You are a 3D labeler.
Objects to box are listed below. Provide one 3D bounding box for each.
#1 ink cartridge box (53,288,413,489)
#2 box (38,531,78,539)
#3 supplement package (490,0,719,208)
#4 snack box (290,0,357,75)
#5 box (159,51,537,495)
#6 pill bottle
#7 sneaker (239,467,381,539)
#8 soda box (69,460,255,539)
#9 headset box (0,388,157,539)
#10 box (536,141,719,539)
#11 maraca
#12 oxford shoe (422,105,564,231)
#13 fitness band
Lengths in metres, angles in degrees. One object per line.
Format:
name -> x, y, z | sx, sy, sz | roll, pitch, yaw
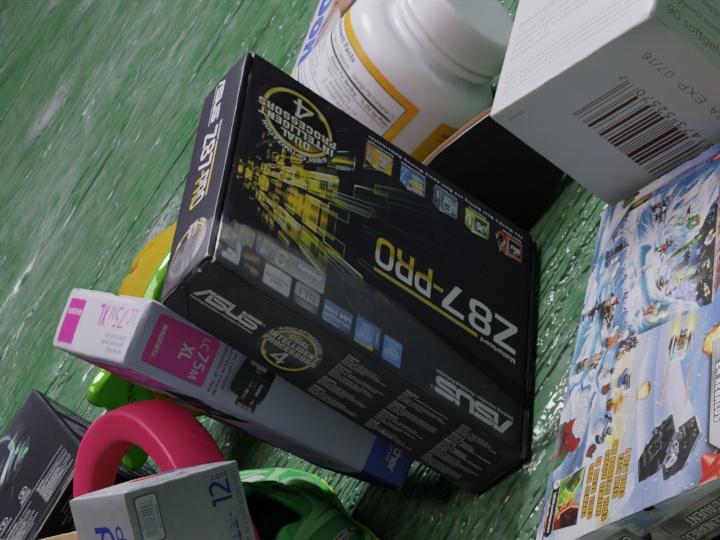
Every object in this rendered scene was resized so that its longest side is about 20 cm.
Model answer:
ink cartridge box -> -0.051, 0.067, 1.072 | 0.119, 0.199, 0.042 | 6, 73, 65
box -> -0.154, 0.220, 1.085 | 0.199, 0.021, 0.165 | -20, 65, 55
supplement package -> 0.159, -0.142, 1.023 | 0.117, 0.116, 0.201 | -31, 34, 46
snack box -> -0.030, -0.138, 1.524 | 0.072, 0.024, 0.201 | -28, 36, 52
box -> 0.000, 0.000, 1.049 | 0.049, 0.199, 0.162 | -40, 27, 37
pill bottle -> 0.007, -0.096, 1.283 | 0.200, 0.109, 0.110 | -45, 25, 25
sneaker -> -0.050, 0.137, 1.121 | 0.074, 0.083, 0.200 | -60, 22, -8
soda box -> -0.075, 0.195, 0.972 | 0.068, 0.063, 0.202 | -15, 88, 58
headset box -> -0.211, 0.190, 1.365 | 0.175, 0.092, 0.200 | -58, 22, -3
box -> 0.149, 0.032, 0.911 | 0.137, 0.040, 0.201 | -33, 32, 47
maraca -> -0.110, 0.040, 1.305 | 0.106, 0.138, 0.200 | 14, 41, 27
oxford shoe -> 0.046, -0.034, 1.177 | 0.200, 0.071, 0.071 | -47, 19, 25
fitness band -> -0.090, 0.165, 1.072 | 0.144, 0.037, 0.201 | -42, 67, 52
